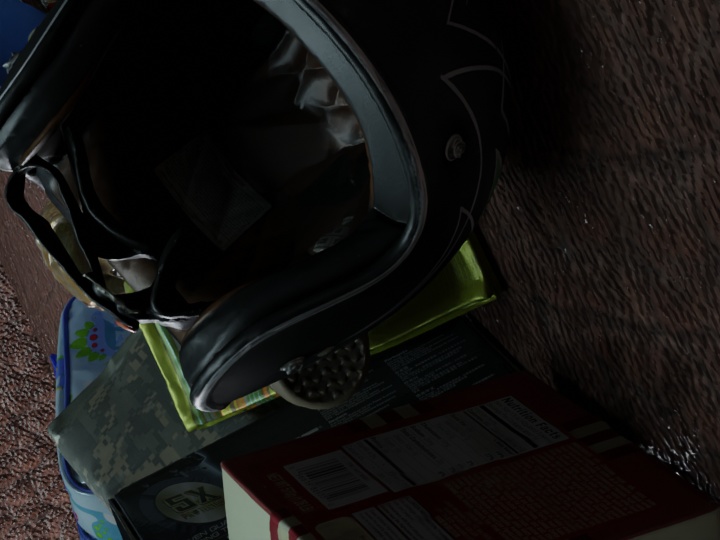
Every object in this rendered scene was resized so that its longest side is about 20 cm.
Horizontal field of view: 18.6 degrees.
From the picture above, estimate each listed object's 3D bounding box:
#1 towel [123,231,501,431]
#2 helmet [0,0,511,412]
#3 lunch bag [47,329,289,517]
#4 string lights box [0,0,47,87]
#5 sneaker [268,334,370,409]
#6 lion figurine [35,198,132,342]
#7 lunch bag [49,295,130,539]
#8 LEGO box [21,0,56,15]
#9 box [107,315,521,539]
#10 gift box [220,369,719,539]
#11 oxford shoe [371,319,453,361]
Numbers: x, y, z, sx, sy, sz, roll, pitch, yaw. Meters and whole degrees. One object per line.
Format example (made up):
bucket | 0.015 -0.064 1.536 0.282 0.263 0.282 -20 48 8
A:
towel | -0.029 0.010 1.057 0.200 0.018 0.086 -25 94 35
helmet | -0.035 -0.061 0.856 0.200 0.191 0.200 46 -176 -4
lunch bag | -0.044 0.131 1.203 0.200 0.118 0.164 38 -176 -44
string lights box | -0.181 -0.105 1.364 0.199 0.059 0.103 25 163 -1
sneaker | -0.055 -0.033 0.998 0.076 0.070 0.201 -153 45 -75
lion figurine | -0.112 -0.035 1.249 0.123 0.072 0.200 65 -148 -28
lunch bag | -0.115 0.084 1.396 0.200 0.160 0.083 -100 -1 -49
LEGO box | -0.205 -0.258 1.356 0.201 0.077 0.149 60 167 13
box | 0.001 0.145 1.070 0.086 0.199 0.164 46 158 50
gift box | 0.033 0.172 0.941 0.185 0.199 0.188 -139 39 -60
oxford shoe | 0.000 0.000 1.107 0.071 0.071 0.201 -139 37 -69
